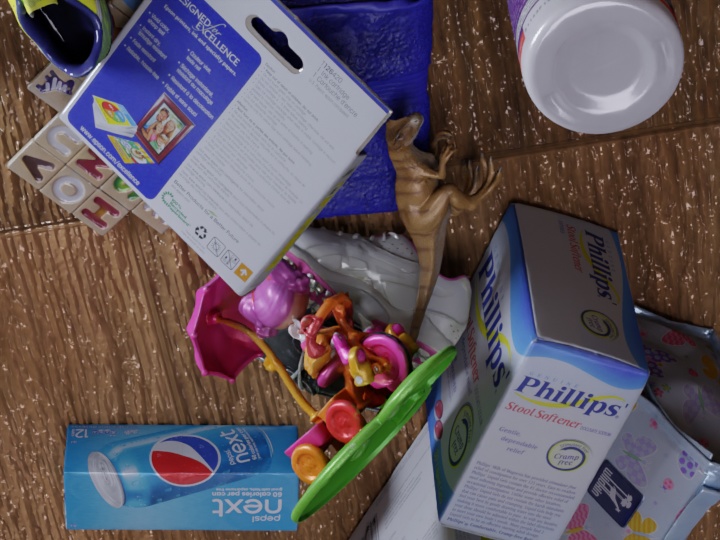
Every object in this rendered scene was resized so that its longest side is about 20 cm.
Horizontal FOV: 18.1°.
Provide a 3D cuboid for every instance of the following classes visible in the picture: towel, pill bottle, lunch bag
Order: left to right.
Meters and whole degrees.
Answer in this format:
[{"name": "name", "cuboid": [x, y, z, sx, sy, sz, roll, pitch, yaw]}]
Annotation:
[{"name": "towel", "cuboid": [-0.017, -0.125, 1.711, 0.146, 0.050, 0.201, -4, 127, -5]}, {"name": "pill bottle", "cuboid": [0.157, -0.194, 1.581, 0.111, 0.201, 0.112, -2, 127, -3]}, {"name": "lunch bag", "cuboid": [0.227, 0.152, 1.839, 0.126, 0.201, 0.170, 17, 124, -20]}]

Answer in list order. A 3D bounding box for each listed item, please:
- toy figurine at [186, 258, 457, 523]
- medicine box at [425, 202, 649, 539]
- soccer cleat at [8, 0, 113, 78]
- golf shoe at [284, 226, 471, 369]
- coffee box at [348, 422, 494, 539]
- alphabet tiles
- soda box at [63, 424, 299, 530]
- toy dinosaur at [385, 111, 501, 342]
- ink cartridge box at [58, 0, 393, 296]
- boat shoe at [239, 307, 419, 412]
[{"name": "toy figurine", "cuboid": [-0.047, 0.063, 1.737, 0.184, 0.150, 0.200, 45, 129, 8]}, {"name": "medicine box", "cuboid": [0.136, 0.084, 1.797, 0.102, 0.183, 0.201, 15, 124, -14]}, {"name": "soccer cleat", "cuboid": [-0.238, -0.225, 1.607, 0.064, 0.084, 0.201, -24, 122, 15]}, {"name": "golf shoe", "cuboid": [0.000, 0.000, 1.806, 0.199, 0.092, 0.075, 34, 160, -6]}, {"name": "coffee box", "cuboid": [0.114, 0.276, 1.927, 0.197, 0.201, 0.200, 21, 123, -18]}, {"name": "alphabet tiles", "cuboid": [-0.172, -0.115, 1.741, 0.167, 0.008, 0.200, 37, 116, -26]}, {"name": "soda box", "cuboid": [-0.152, 0.176, 1.923, 0.198, 0.064, 0.068, 0, 127, -4]}, {"name": "toy dinosaur", "cuboid": [0.054, -0.045, 1.744, 0.106, 0.060, 0.201, -24, 123, -21]}, {"name": "ink cartridge box", "cuboid": [-0.095, -0.118, 1.660, 0.198, 0.047, 0.200, 45, 116, 5]}, {"name": "boat shoe", "cuboid": [-0.033, 0.064, 1.842, 0.199, 0.071, 0.072, 15, 125, -14]}]
